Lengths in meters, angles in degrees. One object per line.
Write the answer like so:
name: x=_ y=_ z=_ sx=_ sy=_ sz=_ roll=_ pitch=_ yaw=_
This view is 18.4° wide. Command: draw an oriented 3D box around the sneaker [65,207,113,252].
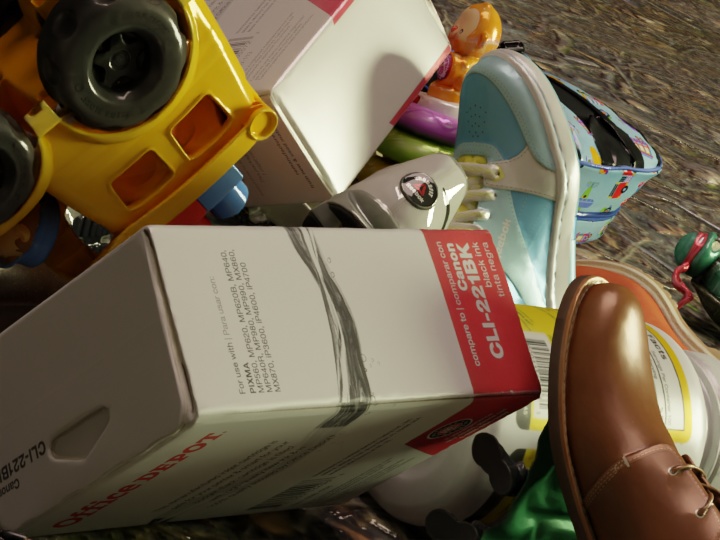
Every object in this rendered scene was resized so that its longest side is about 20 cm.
sneaker: x=-0.179 y=-0.041 z=1.243 sx=0.079 sy=0.078 sz=0.199 roll=18 pitch=9 yaw=40

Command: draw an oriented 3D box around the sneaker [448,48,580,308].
sneaker: x=0.056 y=-0.021 z=1.257 sx=0.130 sy=0.202 sz=0.079 roll=-10 pitch=7 yaw=-37

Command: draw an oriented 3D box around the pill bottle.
pill bottle: x=0.101 y=0.076 z=1.129 sx=0.199 sy=0.113 sz=0.112 roll=8 pitch=20 yaw=-39

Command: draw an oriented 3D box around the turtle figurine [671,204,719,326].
turtle figurine: x=0.299 y=0.010 z=1.607 sx=0.199 sy=0.101 sz=0.150 roll=35 pitch=31 yaw=-3

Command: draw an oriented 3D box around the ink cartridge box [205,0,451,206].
ink cartridge box: x=-0.068 y=-0.112 z=1.326 sx=0.199 sy=0.083 sz=0.147 roll=-2 pitch=41 yaw=43

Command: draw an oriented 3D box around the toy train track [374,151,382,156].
toy train track: x=-0.029 y=-0.075 z=1.498 sx=0.198 sy=0.115 sz=0.033 roll=10 pitch=54 yaw=18

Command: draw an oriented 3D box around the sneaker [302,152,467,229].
sneaker: x=0.000 y=0.000 z=1.147 sx=0.088 sy=0.200 sz=0.074 roll=-36 pitch=88 yaw=-30

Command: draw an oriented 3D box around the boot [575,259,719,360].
boot: x=0.148 y=0.049 z=1.350 sx=0.106 sy=0.076 sz=0.200 roll=3 pitch=24 yaw=-33

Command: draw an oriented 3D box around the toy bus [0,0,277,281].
toy bus: x=-0.142 y=-0.060 z=1.116 sx=0.136 sy=0.200 sz=0.192 roll=42 pitch=-9 yaw=50

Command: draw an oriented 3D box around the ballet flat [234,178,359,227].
ballet flat: x=0.001 y=-0.030 z=1.440 sx=0.198 sy=0.075 sz=0.074 roll=16 pitch=16 yaw=8

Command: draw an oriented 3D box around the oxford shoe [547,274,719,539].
oxford shoe: x=0.126 y=0.097 z=0.942 sx=0.071 sy=0.202 sz=0.071 roll=-16 pitch=-13 yaw=35

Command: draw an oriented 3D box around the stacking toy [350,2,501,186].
stacking toy: x=0.043 y=-0.066 z=1.344 sx=0.109 sy=0.202 sz=0.116 roll=16 pitch=9 yaw=-18

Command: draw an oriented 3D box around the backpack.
backpack: x=0.104 y=-0.077 z=1.579 sx=0.199 sy=0.136 sz=0.182 roll=33 pitch=20 yaw=37

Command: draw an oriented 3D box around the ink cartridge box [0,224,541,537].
ink cartridge box: x=-0.046 y=0.047 z=0.948 sx=0.199 sy=0.144 sz=0.084 roll=-1 pitch=67 yaw=-44

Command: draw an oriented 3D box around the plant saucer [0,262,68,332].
plant saucer: x=-0.122 y=0.044 z=1.101 sx=0.199 sy=0.035 sz=0.200 roll=20 pitch=17 yaw=-6

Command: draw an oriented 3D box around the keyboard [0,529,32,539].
keyboard: x=-0.168 y=0.126 z=0.812 sx=0.199 sy=0.040 sz=0.104 roll=27 pitch=41 yaw=19

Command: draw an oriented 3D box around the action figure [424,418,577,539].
action figure: x=0.114 y=0.119 z=1.050 sx=0.199 sy=0.119 sz=0.055 roll=17 pitch=21 yaw=-49
